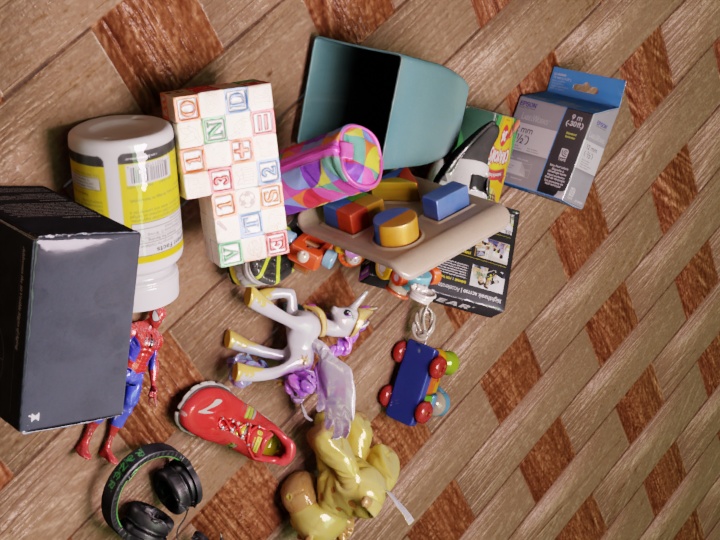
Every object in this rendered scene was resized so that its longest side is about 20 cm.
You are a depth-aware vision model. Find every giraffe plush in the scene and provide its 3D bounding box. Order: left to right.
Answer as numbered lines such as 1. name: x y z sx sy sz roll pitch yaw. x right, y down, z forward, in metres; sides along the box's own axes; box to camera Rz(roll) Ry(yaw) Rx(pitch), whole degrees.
1. giraffe plush: -0.040 0.314 1.618 0.162 0.200 0.172 -40 154 20

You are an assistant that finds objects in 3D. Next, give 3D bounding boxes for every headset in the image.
1. headset: -0.241 0.304 1.444 0.124 0.094 0.200 -49 139 -17

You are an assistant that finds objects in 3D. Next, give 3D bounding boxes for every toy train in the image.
1. toy train: 0.000 0.000 1.427 0.150 0.199 0.056 -58 171 -63
2. toy train: 0.112 0.133 1.729 0.116 0.084 0.201 9 100 -56

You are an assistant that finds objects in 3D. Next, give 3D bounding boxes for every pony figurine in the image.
1. pony figurine: -0.076 0.112 1.504 0.199 0.166 0.194 8 93 -30

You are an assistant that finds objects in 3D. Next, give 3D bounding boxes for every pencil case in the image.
1. pencil case: -0.067 -0.114 1.371 0.088 0.200 0.089 19 64 -46

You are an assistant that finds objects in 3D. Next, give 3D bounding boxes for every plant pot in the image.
1. plant pot: 0.044 -0.211 1.482 0.200 0.141 0.142 -4 109 -52

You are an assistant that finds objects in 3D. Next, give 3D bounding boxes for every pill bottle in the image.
1. pill bottle: -0.257 -0.062 1.267 0.114 0.114 0.201 -20 119 -37

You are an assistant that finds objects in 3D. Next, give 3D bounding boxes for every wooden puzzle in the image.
1. wooden puzzle: 0.050 -0.073 1.382 0.185 0.200 0.046 -28 128 -32

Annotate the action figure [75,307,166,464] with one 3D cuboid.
1. action figure: -0.278 0.134 1.377 0.065 0.052 0.201 21 89 -41

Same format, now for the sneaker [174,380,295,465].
1. sneaker: -0.155 0.204 1.493 0.200 0.085 0.077 31 84 -46

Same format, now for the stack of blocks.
1. stack of blocks: -0.154 -0.109 1.304 0.115 0.059 0.201 -13 108 -22

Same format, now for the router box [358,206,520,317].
1. router box: 0.108 -0.034 1.549 0.199 0.051 0.150 16 73 -14

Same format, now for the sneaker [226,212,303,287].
1. sneaker: -0.097 -0.041 1.465 0.200 0.076 0.076 -34 107 -48

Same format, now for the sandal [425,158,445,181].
1. sandal: 0.070 -0.067 1.624 0.079 0.059 0.207 56 49 -60

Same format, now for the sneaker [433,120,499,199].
1. sneaker: 0.139 -0.104 1.511 0.088 0.074 0.200 36 79 -6

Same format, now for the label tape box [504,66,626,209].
1. label tape box: 0.296 -0.208 1.715 0.066 0.143 0.201 13 97 -46

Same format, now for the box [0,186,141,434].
1. box: -0.335 0.032 1.171 0.124 0.196 0.201 -5 110 -42

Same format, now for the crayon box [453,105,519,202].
1. crayon box: 0.168 -0.133 1.663 0.127 0.051 0.201 -9 115 -66
